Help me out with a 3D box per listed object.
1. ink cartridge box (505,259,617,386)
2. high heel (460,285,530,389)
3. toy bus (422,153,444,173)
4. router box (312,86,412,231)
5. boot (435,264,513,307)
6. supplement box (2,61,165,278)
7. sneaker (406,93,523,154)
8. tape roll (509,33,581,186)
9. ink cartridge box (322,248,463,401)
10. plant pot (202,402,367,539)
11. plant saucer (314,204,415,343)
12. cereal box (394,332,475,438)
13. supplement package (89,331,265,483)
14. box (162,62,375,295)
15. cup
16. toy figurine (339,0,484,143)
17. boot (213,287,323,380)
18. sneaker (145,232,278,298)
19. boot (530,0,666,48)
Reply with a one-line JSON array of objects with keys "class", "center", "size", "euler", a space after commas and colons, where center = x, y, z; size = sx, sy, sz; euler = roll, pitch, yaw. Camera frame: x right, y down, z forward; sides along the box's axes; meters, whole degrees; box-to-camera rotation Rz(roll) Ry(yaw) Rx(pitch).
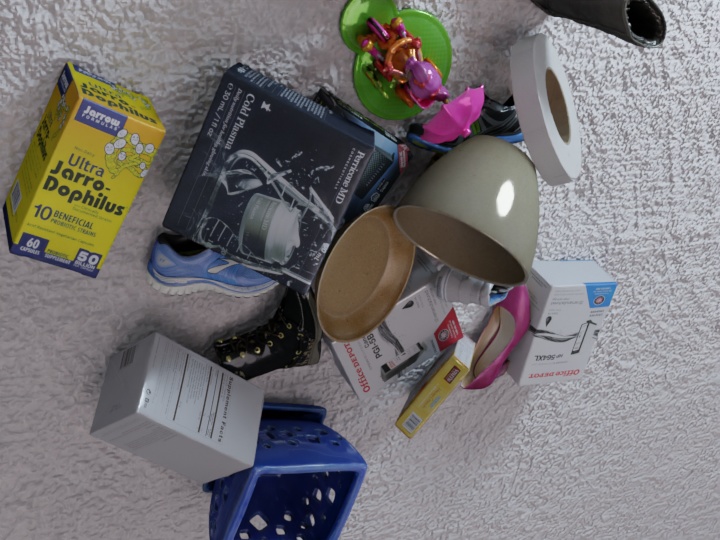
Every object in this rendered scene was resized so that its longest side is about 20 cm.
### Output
[{"class": "ink cartridge box", "center": [0.334, 0.090, 1.527], "size": [0.143, 0.085, 0.204], "euler": [-3, 121, -25]}, {"class": "high heel", "center": [0.220, 0.109, 1.479], "size": [0.095, 0.067, 0.203], "euler": [-17, 135, -38]}, {"class": "toy bus", "center": [0.177, -0.101, 1.333], "size": [0.197, 0.065, 0.079], "euler": [20, 109, -35]}, {"class": "router box", "center": [-0.044, -0.121, 1.203], "size": [0.148, 0.062, 0.202], "euler": [25, 107, -36]}, {"class": "boot", "center": [0.195, 0.007, 1.336], "size": [0.199, 0.094, 0.075], "euler": [-35, 132, -51]}, {"class": "supplement box", "center": [-0.323, -0.114, 1.031], "size": [0.107, 0.110, 0.202], "euler": [18, 110, -35]}, {"class": "sneaker", "center": [0.151, -0.211, 1.254], "size": [0.195, 0.071, 0.085], "euler": [-13, 107, -18]}, {"class": "tape roll", "center": [0.257, -0.220, 1.220], "size": [0.036, 0.206, 0.204], "euler": [-12, 137, 27]}, {"class": "ink cartridge box", "center": [0.045, 0.086, 1.372], "size": [0.197, 0.083, 0.148], "euler": [-31, 131, -7]}, {"class": "plant pot", "center": [-0.131, 0.317, 1.368], "size": [0.196, 0.180, 0.203], "euler": [8, 118, -31]}, {"class": "plant saucer", "center": [0.000, 0.000, 1.228], "size": [0.198, 0.035, 0.204], "euler": [-30, 134, -37]}, {"class": "cereal box", "center": [0.123, 0.178, 1.419], "size": [0.039, 0.200, 0.145], "euler": [39, 101, 3]}, {"class": "supplement package", "center": [-0.248, 0.195, 1.230], "size": [0.120, 0.122, 0.199], "euler": [-25, 135, 37]}, {"class": "box", "center": [-0.108, -0.113, 1.081], "size": [0.193, 0.124, 0.203], "euler": [24, 105, -8]}, {"class": "cup", "center": [0.160, -0.092, 1.186], "size": [0.200, 0.198, 0.145], "euler": [39, 72, -39]}, {"class": "toy figurine", "center": [0.077, -0.242, 1.109], "size": [0.150, 0.185, 0.200], "euler": [-42, 129, 4]}, {"class": "boot", "center": [-0.133, 0.092, 1.268], "size": [0.150, 0.074, 0.206], "euler": [-17, 146, -14]}, {"class": "sneaker", "center": [-0.183, -0.019, 1.188], "size": [0.196, 0.079, 0.091], "euler": [-2, 124, -26]}, {"class": "boot", "center": [0.271, -0.351, 1.128], "size": [0.179, 0.201, 0.074], "euler": [16, 113, -34]}]
